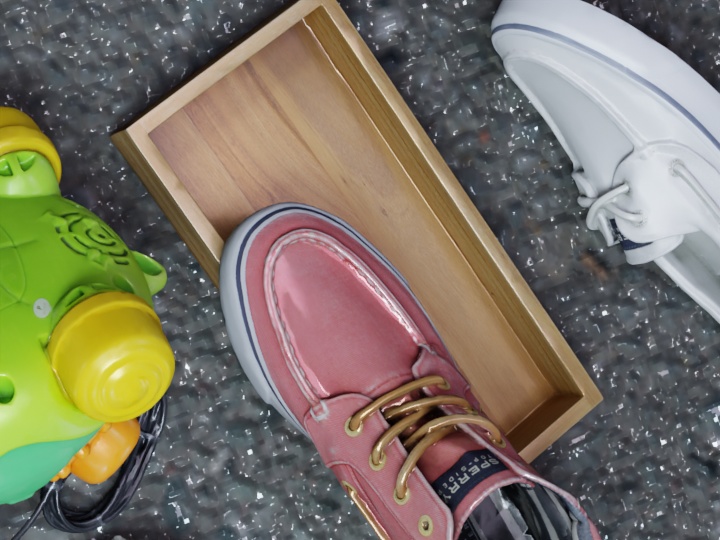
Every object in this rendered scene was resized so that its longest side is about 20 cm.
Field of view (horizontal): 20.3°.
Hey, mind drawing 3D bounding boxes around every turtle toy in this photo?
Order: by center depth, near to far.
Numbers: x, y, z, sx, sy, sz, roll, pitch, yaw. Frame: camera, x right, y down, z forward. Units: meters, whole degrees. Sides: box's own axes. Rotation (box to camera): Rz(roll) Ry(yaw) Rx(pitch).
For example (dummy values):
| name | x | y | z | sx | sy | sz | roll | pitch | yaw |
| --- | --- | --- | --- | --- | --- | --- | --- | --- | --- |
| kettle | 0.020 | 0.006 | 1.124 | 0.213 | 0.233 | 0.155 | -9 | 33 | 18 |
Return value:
| name | x | y | z | sx | sy | sz | roll | pitch | yaw |
| --- | --- | --- | --- | --- | --- | --- | --- | --- | --- |
| turtle toy | -0.158 | 0.036 | 0.690 | 0.198 | 0.146 | 0.102 | -19 | 137 | -19 |

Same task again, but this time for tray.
| name | x | y | z | sx | sy | sz | roll | pitch | yaw |
| --- | --- | --- | --- | --- | --- | --- | --- | --- | --- |
| tray | 0.000 | 0.000 | 0.789 | 0.098 | 0.037 | 0.201 | -38 | 100 | -16 |

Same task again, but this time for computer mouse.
| name | x | y | z | sx | sy | sz | roll | pitch | yaw |
| --- | --- | --- | --- | --- | --- | --- | --- | --- | --- |
| computer mouse | -0.145 | 0.106 | 0.739 | 0.200 | 0.034 | 0.059 | -45 | 127 | -22 |

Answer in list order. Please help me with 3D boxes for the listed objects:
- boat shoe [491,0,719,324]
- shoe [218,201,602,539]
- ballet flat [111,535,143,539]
| name | x | y | z | sx | sy | sz | roll | pitch | yaw |
| --- | --- | --- | --- | --- | --- | --- | --- | --- | --- |
| boat shoe | 0.124 | -0.033 | 0.814 | 0.199 | 0.073 | 0.066 | 38 | 73 | -14 |
| shoe | 0.025 | 0.061 | 0.729 | 0.071 | 0.091 | 0.201 | -34 | 100 | -17 |
| ballet flat | -0.022 | 0.161 | 0.763 | 0.199 | 0.072 | 0.072 | 23 | 82 | -18 |
